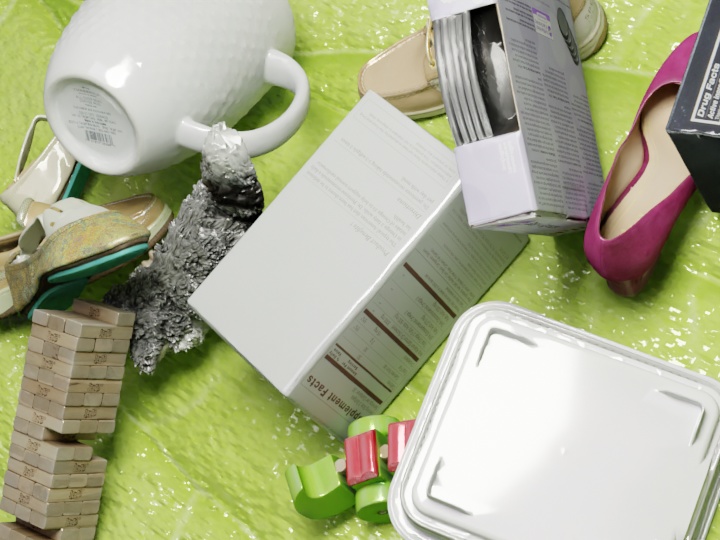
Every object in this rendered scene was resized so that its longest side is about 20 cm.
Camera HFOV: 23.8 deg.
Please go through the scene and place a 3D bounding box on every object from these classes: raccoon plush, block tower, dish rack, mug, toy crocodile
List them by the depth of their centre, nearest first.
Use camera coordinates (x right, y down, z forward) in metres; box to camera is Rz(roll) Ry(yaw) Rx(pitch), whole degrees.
[{"bbox_3d":[0.129,0.117,1.082,0.199,0.044,0.173,20,75,12],"label":"dish rack"},{"bbox_3d":[0.044,0.122,1.152,0.199,0.062,0.068,-16,60,20],"label":"toy crocodile"},{"bbox_3d":[-0.136,-0.018,1.239,0.133,0.201,0.097,-29,48,-12],"label":"raccoon plush"},{"bbox_3d":[-0.218,0.123,1.251,0.054,0.058,0.202,15,95,38],"label":"block tower"},{"bbox_3d":[-0.132,-0.147,1.293,0.199,0.148,0.176,24,46,17],"label":"mug"}]

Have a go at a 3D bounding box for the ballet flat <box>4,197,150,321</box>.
[{"bbox_3d":[-0.214,-0.016,1.246,0.200,0.070,0.071,-29,46,58],"label":"ballet flat"}]

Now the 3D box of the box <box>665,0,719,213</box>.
[{"bbox_3d":[0.327,-0.135,1.088,0.197,0.123,0.201,12,71,31],"label":"box"}]

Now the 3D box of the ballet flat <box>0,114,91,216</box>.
[{"bbox_3d":[-0.232,-0.125,1.412,0.069,0.069,0.201,23,78,34],"label":"ballet flat"}]

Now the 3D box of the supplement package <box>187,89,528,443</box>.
[{"bbox_3d":[0.000,0.000,1.201,0.200,0.117,0.117,-49,56,-2],"label":"supplement package"}]

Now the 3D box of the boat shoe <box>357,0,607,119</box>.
[{"bbox_3d":[0.080,-0.173,1.272,0.199,0.069,0.074,-19,59,19],"label":"boat shoe"}]

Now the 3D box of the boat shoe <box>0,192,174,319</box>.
[{"bbox_3d":[-0.245,-0.024,1.356,0.199,0.077,0.072,-24,18,15],"label":"boat shoe"}]

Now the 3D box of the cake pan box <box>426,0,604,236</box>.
[{"bbox_3d":[0.104,-0.117,1.122,0.052,0.200,0.186,-14,85,22],"label":"cake pan box"}]

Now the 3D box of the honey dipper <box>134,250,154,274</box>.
[{"bbox_3d":[-0.205,0.075,1.324,0.038,0.038,0.201,34,87,36],"label":"honey dipper"}]

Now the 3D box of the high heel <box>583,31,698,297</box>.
[{"bbox_3d":[0.203,-0.083,1.142,0.067,0.096,0.202,13,75,19],"label":"high heel"}]
